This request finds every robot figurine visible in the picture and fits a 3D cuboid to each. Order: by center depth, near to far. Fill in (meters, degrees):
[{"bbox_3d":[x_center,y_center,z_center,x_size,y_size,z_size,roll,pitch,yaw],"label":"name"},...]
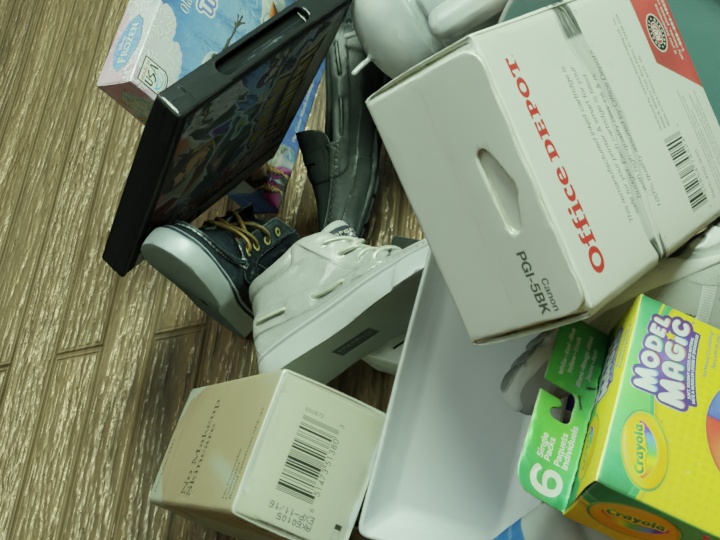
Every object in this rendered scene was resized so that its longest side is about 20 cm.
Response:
[{"bbox_3d":[0.075,-0.204,0.789,0.199,0.113,0.170,-29,19,13],"label":"robot figurine"}]

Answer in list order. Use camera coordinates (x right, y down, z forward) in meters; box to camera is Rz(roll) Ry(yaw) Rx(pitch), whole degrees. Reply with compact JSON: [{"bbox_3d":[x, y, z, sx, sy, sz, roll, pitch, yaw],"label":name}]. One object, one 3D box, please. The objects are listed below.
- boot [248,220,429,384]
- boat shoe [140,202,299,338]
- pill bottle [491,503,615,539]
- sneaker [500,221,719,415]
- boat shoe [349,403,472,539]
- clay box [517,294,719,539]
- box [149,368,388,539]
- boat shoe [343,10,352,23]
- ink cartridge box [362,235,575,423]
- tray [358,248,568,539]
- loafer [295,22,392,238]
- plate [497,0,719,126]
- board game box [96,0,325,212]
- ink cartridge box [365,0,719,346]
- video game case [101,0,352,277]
[{"bbox_3d":[0.000,0.000,0.768,0.199,0.073,0.096,-31,57,22],"label":"boot"},{"bbox_3d":[-0.100,-0.018,0.843,0.070,0.200,0.091,31,80,12],"label":"boat shoe"},{"bbox_3d":[0.098,0.198,0.609,0.200,0.112,0.113,-41,47,9],"label":"pill bottle"},{"bbox_3d":[0.174,0.037,0.641,0.199,0.075,0.083,-28,82,-7],"label":"sneaker"},{"bbox_3d":[0.011,0.152,0.734,0.200,0.066,0.074,-47,46,3],"label":"boat shoe"},{"bbox_3d":[0.185,0.094,0.555,0.198,0.048,0.116,25,55,-1],"label":"clay box"},{"bbox_3d":[-0.068,0.128,0.742,0.200,0.077,0.096,-23,45,63],"label":"box"},{"bbox_3d":[0.045,-0.279,0.970,0.200,0.076,0.060,-49,52,0],"label":"boat shoe"},{"bbox_3d":[0.091,0.039,0.760,0.199,0.044,0.095,13,73,40],"label":"ink cartridge box"},{"bbox_3d":[0.072,0.074,0.681,0.106,0.022,0.202,15,85,-4],"label":"tray"},{"bbox_3d":[-0.018,-0.093,0.873,0.068,0.070,0.203,-161,82,-80],"label":"loafer"},{"bbox_3d":[0.179,-0.120,0.714,0.199,0.202,0.026,-10,22,32],"label":"plate"},{"bbox_3d":[-0.111,-0.184,0.941,0.043,0.199,0.202,-1,63,36],"label":"board game box"},{"bbox_3d":[0.114,-0.067,0.617,0.083,0.199,0.148,-20,95,45],"label":"ink cartridge box"},{"bbox_3d":[-0.097,-0.099,0.796,0.181,0.025,0.200,-43,-6,-36],"label":"video game case"}]
